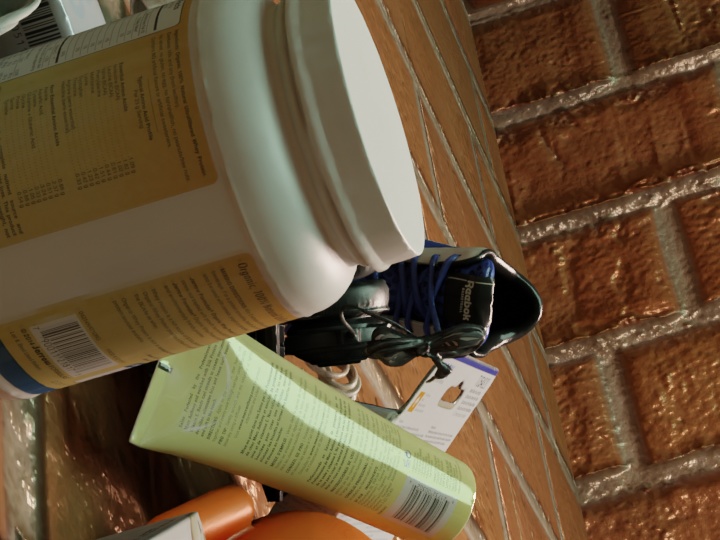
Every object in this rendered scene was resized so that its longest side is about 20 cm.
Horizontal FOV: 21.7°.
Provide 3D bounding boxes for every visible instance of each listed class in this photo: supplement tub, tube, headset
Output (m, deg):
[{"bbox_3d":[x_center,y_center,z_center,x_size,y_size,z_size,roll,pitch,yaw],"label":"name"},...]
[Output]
[{"bbox_3d":[-0.086,-0.036,0.800,0.145,0.200,0.145,-16,90,-80],"label":"supplement tub"},{"bbox_3d":[-0.026,0.084,0.946,0.200,0.052,0.058,29,30,-36],"label":"tube"},{"bbox_3d":[0.000,0.000,1.029,0.200,0.094,0.124,-118,-155,-62],"label":"headset"}]

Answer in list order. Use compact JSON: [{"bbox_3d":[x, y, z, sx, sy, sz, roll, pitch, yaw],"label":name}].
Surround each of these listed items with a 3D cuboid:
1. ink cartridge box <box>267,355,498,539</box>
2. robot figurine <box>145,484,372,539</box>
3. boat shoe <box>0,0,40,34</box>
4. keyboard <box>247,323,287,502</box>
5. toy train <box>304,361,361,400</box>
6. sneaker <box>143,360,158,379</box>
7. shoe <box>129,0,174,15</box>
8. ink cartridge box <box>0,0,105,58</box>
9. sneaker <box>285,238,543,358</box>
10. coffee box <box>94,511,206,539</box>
[{"bbox_3d":[0.001,0.126,1.101,0.041,0.200,0.200,33,0,14],"label":"ink cartridge box"},{"bbox_3d":[-0.044,0.183,0.901,0.200,0.116,0.144,-31,125,-73],"label":"robot figurine"},{"bbox_3d":[-0.186,-0.119,0.767,0.200,0.067,0.074,-63,135,-76],"label":"boat shoe"},{"bbox_3d":[-0.052,0.015,1.003,0.127,0.021,0.200,-120,-152,-66],"label":"keyboard"},{"bbox_3d":[-0.013,-0.005,1.231,0.200,0.116,0.085,51,9,-1],"label":"toy train"},{"bbox_3d":[-0.107,0.023,1.008,0.200,0.087,0.074,99,-17,-49],"label":"sneaker"},{"bbox_3d":[-0.095,-0.069,1.081,0.053,0.070,0.200,-8,89,-40],"label":"shoe"},{"bbox_3d":[-0.148,-0.125,1.041,0.200,0.047,0.160,-77,149,-67],"label":"ink cartridge box"},{"bbox_3d":[0.028,0.008,1.148,0.115,0.199,0.081,179,-81,-72],"label":"sneaker"},{"bbox_3d":[-0.086,0.209,0.750,0.113,0.080,0.200,-1,74,-81],"label":"coffee box"}]
